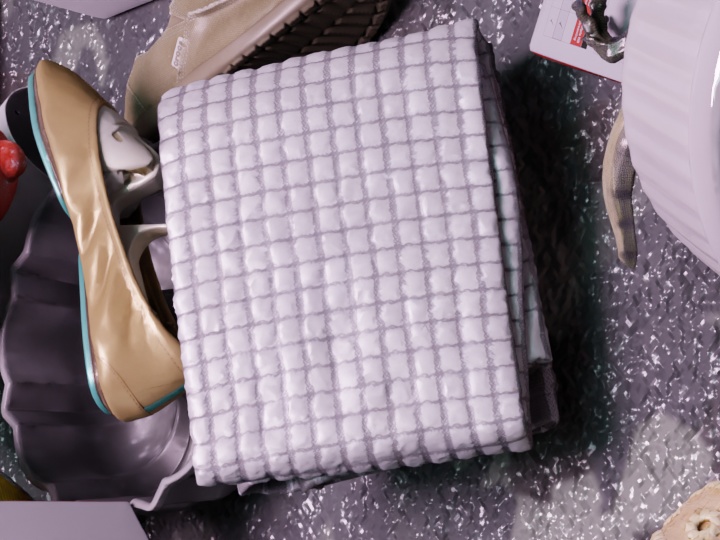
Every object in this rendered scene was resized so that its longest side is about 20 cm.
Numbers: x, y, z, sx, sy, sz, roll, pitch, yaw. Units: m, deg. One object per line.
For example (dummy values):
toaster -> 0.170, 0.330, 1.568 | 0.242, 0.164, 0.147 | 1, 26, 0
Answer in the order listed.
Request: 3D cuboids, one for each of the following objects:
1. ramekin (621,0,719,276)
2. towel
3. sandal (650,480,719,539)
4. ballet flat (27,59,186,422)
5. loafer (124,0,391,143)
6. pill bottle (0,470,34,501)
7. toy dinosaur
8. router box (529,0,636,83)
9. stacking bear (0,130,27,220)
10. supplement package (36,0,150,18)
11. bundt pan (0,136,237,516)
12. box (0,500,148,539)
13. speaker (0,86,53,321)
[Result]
ramekin -> 0.188, -0.072, 0.927 | 0.094, 0.201, 0.204 | 29, 103, 57
towel -> 0.000, 0.000, 1.144 | 0.164, 0.086, 0.202 | -11, 75, 8
sandal -> 0.145, 0.132, 1.015 | 0.078, 0.069, 0.213 | 41, 111, 43
ballet flat -> -0.115, -0.022, 1.229 | 0.063, 0.069, 0.201 | -20, 67, 12
loafer -> -0.063, -0.121, 1.282 | 0.200, 0.076, 0.068 | -33, 66, 38
pill bottle -> -0.227, 0.146, 1.301 | 0.112, 0.200, 0.114 | -6, 66, 14
toy dinosaur -> 0.128, -0.108, 1.030 | 0.088, 0.047, 0.201 | 45, 118, 34
router box -> 0.175, -0.163, 1.057 | 0.179, 0.049, 0.201 | 26, 101, 46
stacking bear -> -0.242, 0.001, 1.330 | 0.114, 0.121, 0.201 | -64, -1, -63
supplement package -> -0.150, -0.258, 1.369 | 0.116, 0.117, 0.202 | -12, 73, 43
bundt pan -> -0.101, 0.034, 1.289 | 0.201, 0.075, 0.204 | -11, 75, 44
box -> -0.187, 0.215, 1.213 | 0.201, 0.124, 0.098 | -56, 48, 29
speaker -> -0.221, -0.013, 1.425 | 0.200, 0.081, 0.082 | -45, 53, 31
